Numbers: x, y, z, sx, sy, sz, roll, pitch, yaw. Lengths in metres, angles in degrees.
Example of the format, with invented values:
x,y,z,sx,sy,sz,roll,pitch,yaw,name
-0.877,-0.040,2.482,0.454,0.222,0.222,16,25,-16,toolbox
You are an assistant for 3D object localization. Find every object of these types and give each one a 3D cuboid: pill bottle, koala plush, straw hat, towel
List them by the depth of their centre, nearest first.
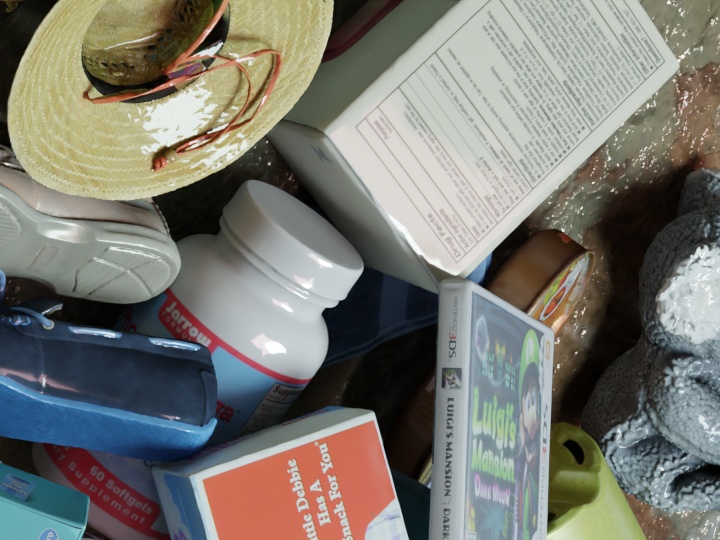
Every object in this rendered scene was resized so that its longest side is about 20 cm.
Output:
x,y,z,sx,sy,sz,roll,pitch,yaw,name
-0.115,-0.132,1.410,0.200,0.085,0.202,-26,147,-19,straw hat
-0.088,0.053,1.534,0.109,0.109,0.200,19,112,-50,pill bottle
0.000,0.000,1.656,0.199,0.048,0.112,-20,129,-35,towel
0.235,0.045,1.844,0.178,0.183,0.201,-66,155,-57,koala plush

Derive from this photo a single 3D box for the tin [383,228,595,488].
x,y,z,sx,sy,sz,roll,pitch,yaw,name
0.079,0.061,1.757,0.200,0.042,0.112,-56,169,6,tin

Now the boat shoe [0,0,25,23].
x,y,z,sx,sy,sz,roll,pitch,yaw,name
-0.178,-0.167,1.345,0.202,0.060,0.072,-55,142,1,boat shoe

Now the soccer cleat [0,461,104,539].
x,y,z,sx,sy,sz,roll,pitch,yaw,name
-0.186,0.147,1.473,0.067,0.076,0.200,-43,98,5,soccer cleat

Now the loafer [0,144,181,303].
x,y,z,sx,sy,sz,roll,pitch,yaw,name
-0.186,-0.034,1.442,0.199,0.063,0.072,17,134,-38,loafer

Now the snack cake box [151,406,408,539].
x,y,z,sx,sy,sz,roll,pitch,yaw,name
-0.028,0.185,1.482,0.114,0.067,0.201,-17,96,-22,snack cake box

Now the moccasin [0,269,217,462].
x,y,z,sx,sy,sz,roll,pitch,yaw,name
-0.173,0.049,1.445,0.199,0.069,0.080,17,150,-18,moccasin

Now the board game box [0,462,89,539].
x,y,z,sx,sy,sz,roll,pitch,yaw,name
-0.259,0.154,1.413,0.199,0.047,0.152,22,105,-9,board game box

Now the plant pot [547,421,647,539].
x,y,z,sx,sy,sz,roll,pitch,yaw,name
0.121,0.209,1.839,0.200,0.200,0.185,-36,126,-21,plant pot

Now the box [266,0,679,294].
x,y,z,sx,sy,sz,roll,pitch,yaw,name
0.060,-0.104,1.565,0.200,0.109,0.128,-43,114,-13,box

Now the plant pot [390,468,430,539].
x,y,z,sx,sy,sz,roll,pitch,yaw,name
-0.032,0.244,1.627,0.188,0.199,0.201,-59,153,-45,plant pot

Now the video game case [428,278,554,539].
x,y,z,sx,sy,sz,roll,pitch,yaw,name
0.077,0.110,1.568,0.200,0.023,0.183,27,63,-70,video game case
